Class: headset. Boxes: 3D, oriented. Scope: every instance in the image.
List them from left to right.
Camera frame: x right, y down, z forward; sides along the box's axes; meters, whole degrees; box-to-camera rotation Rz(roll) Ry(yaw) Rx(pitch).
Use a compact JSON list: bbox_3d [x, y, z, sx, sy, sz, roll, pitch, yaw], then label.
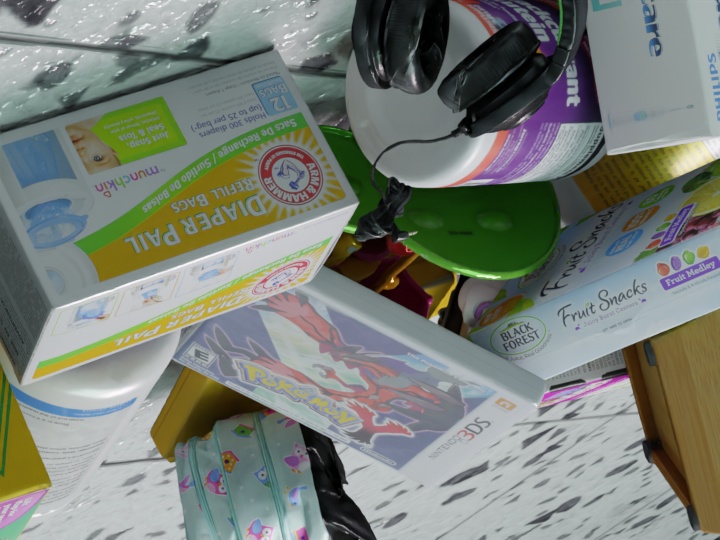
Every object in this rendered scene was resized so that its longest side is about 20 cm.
[{"bbox_3d":[0.045,-0.110,1.435,0.094,0.123,0.201,-51,166,-55],"label":"headset"}]

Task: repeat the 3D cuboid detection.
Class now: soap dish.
[{"bbox_3d":[0.221,0.076,1.681,0.081,0.158,0.200,-16,-167,-2],"label":"soap dish"}]

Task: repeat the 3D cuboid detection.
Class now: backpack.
[{"bbox_3d":[-0.061,0.179,1.860,0.126,0.168,0.200,-21,156,-4],"label":"backpack"}]

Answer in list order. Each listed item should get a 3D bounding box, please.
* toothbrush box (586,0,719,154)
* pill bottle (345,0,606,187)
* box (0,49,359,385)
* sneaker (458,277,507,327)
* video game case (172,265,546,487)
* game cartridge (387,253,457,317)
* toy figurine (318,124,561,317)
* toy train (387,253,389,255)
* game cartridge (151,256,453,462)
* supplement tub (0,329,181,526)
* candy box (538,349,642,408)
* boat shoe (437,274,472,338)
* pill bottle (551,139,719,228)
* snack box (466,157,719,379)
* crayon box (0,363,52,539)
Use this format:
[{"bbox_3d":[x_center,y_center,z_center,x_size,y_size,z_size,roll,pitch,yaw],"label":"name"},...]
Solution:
[{"bbox_3d":[0.229,-0.155,1.579,0.199,0.147,0.085,-12,-177,-44],"label":"toothbrush box"},{"bbox_3d":[0.093,-0.109,1.590,0.111,0.112,0.199,-40,159,34],"label":"pill bottle"},{"bbox_3d":[-0.118,-0.032,1.489,0.199,0.113,0.101,-20,161,-27],"label":"box"},{"bbox_3d":[0.113,-0.016,1.887,0.075,0.100,0.200,-21,-178,28],"label":"sneaker"},{"bbox_3d":[-0.006,0.063,1.657,0.182,0.199,0.023,-45,-160,60],"label":"video game case"},{"bbox_3d":[-0.019,0.036,1.961,0.199,0.033,0.176,-25,162,-5],"label":"game cartridge"},{"bbox_3d":[0.000,0.000,1.670,0.199,0.151,0.184,-1,142,-34],"label":"toy figurine"},{"bbox_3d":[-0.008,-0.028,1.779,0.199,0.046,0.034,-19,144,-31],"label":"toy train"},{"bbox_3d":[-0.046,0.063,1.881,0.199,0.033,0.176,-18,160,-27],"label":"game cartridge"},{"bbox_3d":[-0.197,0.061,1.598,0.131,0.132,0.200,-16,159,-33],"label":"supplement tub"},{"bbox_3d":[0.182,0.049,1.839,0.199,0.061,0.136,-12,172,-22],"label":"candy box"},{"bbox_3d":[0.074,0.037,1.929,0.062,0.201,0.073,-4,146,34],"label":"boat shoe"},{"bbox_3d":[0.174,-0.089,1.769,0.199,0.113,0.113,-32,162,12],"label":"pill bottle"},{"bbox_3d":[0.178,-0.005,1.639,0.199,0.053,0.142,-25,-167,34],"label":"snack box"},{"bbox_3d":[-0.261,0.099,1.532,0.058,0.173,0.200,-13,158,-30],"label":"crayon box"}]
